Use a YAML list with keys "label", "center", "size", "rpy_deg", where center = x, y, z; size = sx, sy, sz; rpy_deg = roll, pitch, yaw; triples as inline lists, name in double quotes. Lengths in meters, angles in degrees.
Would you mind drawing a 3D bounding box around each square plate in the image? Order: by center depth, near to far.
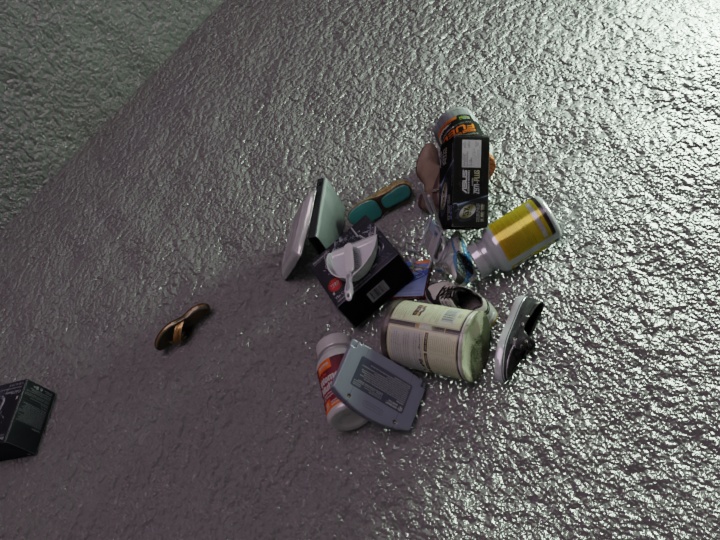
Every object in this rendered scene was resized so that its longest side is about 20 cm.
- label: "square plate"
  center: [-0.174, -0.098, 1.757]
  size: [0.198, 0.028, 0.204]
  rpy_deg: [132, 151, -64]

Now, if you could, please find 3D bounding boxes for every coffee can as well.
- label: "coffee can"
  center: [0.161, 0.147, 1.379]
  size: [0.196, 0.147, 0.149]
  rpy_deg: [8, 62, 36]

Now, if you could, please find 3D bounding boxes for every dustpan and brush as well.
- label: "dustpan and brush"
  center: [-0.021, -0.002, 1.495]
  size: [0.137, 0.057, 0.204]
  rpy_deg: [-20, 51, 19]

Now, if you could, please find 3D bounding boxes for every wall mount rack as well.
- label: "wall mount rack"
  center: [0.157, -0.107, 1.545]
  size: [0.201, 0.073, 0.177]
  rpy_deg: [-108, 32, -67]

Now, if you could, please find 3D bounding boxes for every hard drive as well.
- label: "hard drive"
  center: [-0.090, -0.129, 1.746]
  size: [0.032, 0.140, 0.204]
  rpy_deg: [-9, 54, 22]

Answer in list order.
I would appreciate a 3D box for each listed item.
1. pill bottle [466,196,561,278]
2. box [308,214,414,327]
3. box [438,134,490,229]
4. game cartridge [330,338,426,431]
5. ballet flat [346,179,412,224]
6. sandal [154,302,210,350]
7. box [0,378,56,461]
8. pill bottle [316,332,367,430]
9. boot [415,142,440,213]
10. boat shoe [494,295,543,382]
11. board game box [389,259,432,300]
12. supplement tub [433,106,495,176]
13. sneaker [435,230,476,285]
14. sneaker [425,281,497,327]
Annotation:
- label: "pill bottle"
  center: [0.342, -0.070, 1.445]
  size: [0.198, 0.112, 0.113]
  rpy_deg: [-31, 46, 8]
- label: "box"
  center: [0.000, 0.000, 1.594]
  size: [0.199, 0.104, 0.183]
  rpy_deg: [-40, 45, 1]
- label: "box"
  center: [0.237, -0.199, 1.486]
  size: [0.084, 0.164, 0.206]
  rpy_deg: [1, 92, -4]
- label: "game cartridge"
  center: [0.037, 0.253, 1.368]
  size: [0.135, 0.198, 0.041]
  rpy_deg: [-62, 13, -19]
- label: "ballet flat"
  center: [0.053, -0.188, 1.758]
  size: [0.197, 0.071, 0.072]
  rpy_deg: [-28, 47, 13]
- label: "sandal"
  center: [-0.513, 0.171, 1.856]
  size: [0.198, 0.080, 0.054]
  rpy_deg: [-36, 67, -1]
- label: "box"
  center: [-1.069, 0.460, 1.961]
  size: [0.196, 0.124, 0.200]
  rpy_deg: [-15, 53, 23]
- label: "pill bottle"
  center: [-0.041, 0.250, 1.461]
  size: [0.108, 0.110, 0.203]
  rpy_deg: [-28, 47, 11]
- label: "boot"
  center: [0.199, -0.242, 1.641]
  size: [0.146, 0.069, 0.206]
  rpy_deg: [170, 105, -69]
- label: "boat shoe"
  center: [0.335, 0.143, 1.332]
  size: [0.065, 0.070, 0.202]
  rpy_deg: [5, 54, 36]
- label: "board game box"
  center: [0.081, 0.027, 1.607]
  size: [0.196, 0.019, 0.105]
  rpy_deg: [-3, 58, 31]
- label: "supplement tub"
  center: [0.273, -0.321, 1.666]
  size: [0.121, 0.123, 0.203]
  rpy_deg: [-28, 47, 11]
- label: "sneaker"
  center: [0.216, -0.012, 1.499]
  size: [0.086, 0.075, 0.201]
  rpy_deg: [-36, 18, 21]
- label: "sneaker"
  center: [0.220, 0.058, 1.449]
  size: [0.198, 0.088, 0.076]
  rpy_deg: [22, 72, 43]
